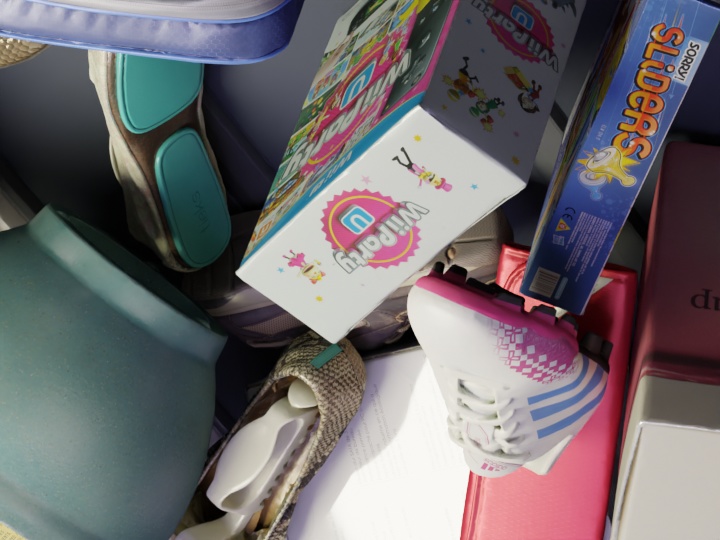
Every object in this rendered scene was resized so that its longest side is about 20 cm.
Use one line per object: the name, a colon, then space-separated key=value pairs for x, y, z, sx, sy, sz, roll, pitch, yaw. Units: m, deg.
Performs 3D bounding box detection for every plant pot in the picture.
plant pot: x=-0.153 y=0.051 z=1.370 sx=0.200 sy=0.200 sz=0.134 roll=36 pitch=93 yaw=-16

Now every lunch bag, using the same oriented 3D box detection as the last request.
lunch bag: x=-0.101 y=-0.177 z=1.229 sx=0.199 sy=0.136 sz=0.133 roll=9 pitch=134 yaw=8

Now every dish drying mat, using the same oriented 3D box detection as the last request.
dish drying mat: x=0.094 y=0.090 z=1.352 sx=0.076 sy=0.018 sz=0.201 roll=11 pitch=104 yaw=17

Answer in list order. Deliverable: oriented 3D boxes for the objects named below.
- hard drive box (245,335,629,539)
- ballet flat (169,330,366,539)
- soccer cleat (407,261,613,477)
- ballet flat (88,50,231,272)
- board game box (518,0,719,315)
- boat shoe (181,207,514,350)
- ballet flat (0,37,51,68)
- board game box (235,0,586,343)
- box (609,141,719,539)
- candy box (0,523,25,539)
hard drive box: x=0.054 y=0.111 z=1.436 sx=0.199 sy=0.077 sz=0.157 roll=-13 pitch=94 yaw=30
ballet flat: x=-0.065 y=0.118 z=1.415 sx=0.068 sy=0.075 sz=0.201 roll=37 pitch=118 yaw=13
soccer cleat: x=0.068 y=0.055 z=1.236 sx=0.070 sy=0.087 sz=0.200 roll=24 pitch=179 yaw=25
ballet flat: x=-0.115 y=-0.084 z=1.372 sx=0.062 sy=0.067 sz=0.201 roll=27 pitch=138 yaw=38
board game box: x=0.131 y=-0.094 z=1.233 sx=0.034 sy=0.136 sz=0.201 roll=20 pitch=135 yaw=-1
boat shoe: x=0.000 y=0.000 z=1.416 sx=0.199 sy=0.075 sz=0.073 roll=-6 pitch=141 yaw=32
ballet flat: x=-0.209 y=-0.134 z=1.354 sx=0.199 sy=0.068 sz=0.046 roll=-15 pitch=141 yaw=36
board game box: x=0.031 y=-0.082 z=1.229 sx=0.064 sy=0.201 sz=0.147 roll=36 pitch=132 yaw=-16
box: x=0.198 y=0.047 z=1.292 sx=0.127 sy=0.201 sz=0.109 roll=8 pitch=135 yaw=4
candy box: x=-0.216 y=0.140 z=1.488 sx=0.200 sy=0.055 sz=0.116 roll=37 pitch=157 yaw=14
